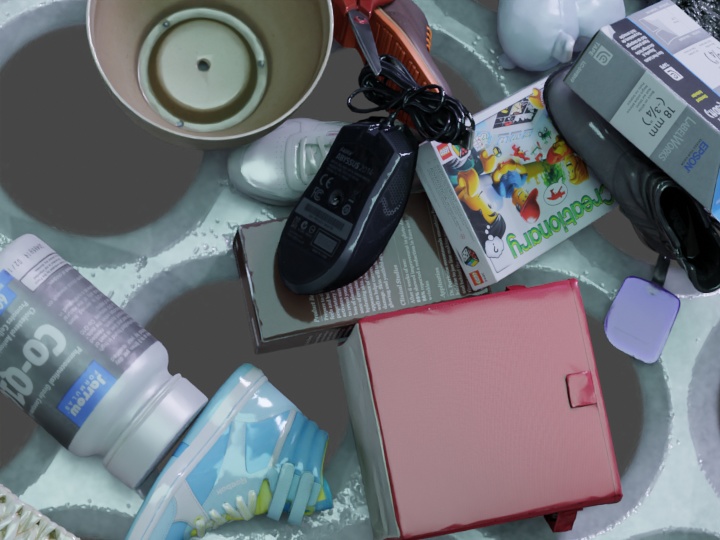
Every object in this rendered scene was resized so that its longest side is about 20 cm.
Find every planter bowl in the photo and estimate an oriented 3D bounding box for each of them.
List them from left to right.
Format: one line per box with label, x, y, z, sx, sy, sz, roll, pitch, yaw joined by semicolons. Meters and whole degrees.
planter bowl;-0.129;-0.186;1.713;0.198;0.135;0.202;2;77;-8

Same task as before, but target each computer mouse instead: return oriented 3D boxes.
computer mouse;0.009;-0.062;1.646;0.138;0.053;0.201;37;95;45

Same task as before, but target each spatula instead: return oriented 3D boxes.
spatula;0.266;-0.018;1.781;0.056;0.021;0.201;25;70;-1

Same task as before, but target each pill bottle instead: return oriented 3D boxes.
pill bottle;-0.226;0.075;1.651;0.200;0.114;0.114;40;75;3

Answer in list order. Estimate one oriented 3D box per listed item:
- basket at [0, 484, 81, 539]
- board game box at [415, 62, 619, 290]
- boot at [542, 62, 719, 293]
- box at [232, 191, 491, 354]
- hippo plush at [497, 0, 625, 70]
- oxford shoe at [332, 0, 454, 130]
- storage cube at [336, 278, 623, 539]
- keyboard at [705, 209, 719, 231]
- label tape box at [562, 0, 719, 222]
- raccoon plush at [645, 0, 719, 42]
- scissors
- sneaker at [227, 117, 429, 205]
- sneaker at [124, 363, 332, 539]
basket;-0.267;0.285;1.560;0.160;0.200;0.199;34;75;7
board game box;0.137;-0.081;1.719;0.199;0.035;0.127;-31;97;-40
boot;0.232;-0.081;1.680;0.070;0.132;0.200;-40;106;3
box;0.000;0.000;1.720;0.198;0.075;0.101;-10;79;-11
hippo plush;0.163;-0.257;1.754;0.199;0.159;0.162;-16;91;-30
oxford shoe;0.038;-0.191;1.737;0.072;0.071;0.201;-9;48;-29
storage cube;0.090;0.119;1.647;0.178;0.171;0.202;-9;83;-8
keyboard;0.312;-0.092;1.792;0.199;0.021;0.127;37;62;5
label tape box;0.278;-0.123;1.659;0.200;0.063;0.144;43;33;13
raccoon plush;0.269;-0.203;1.777;0.133;0.097;0.201;27;58;5
scissors;-0.009;-0.205;1.669;0.073;0.014;0.200;17;31;-3
sneaker;-0.012;-0.100;1.726;0.198;0.100;0.076;-4;83;-7
sneaker;-0.098;0.187;1.661;0.130;0.080;0.201;34;76;3
